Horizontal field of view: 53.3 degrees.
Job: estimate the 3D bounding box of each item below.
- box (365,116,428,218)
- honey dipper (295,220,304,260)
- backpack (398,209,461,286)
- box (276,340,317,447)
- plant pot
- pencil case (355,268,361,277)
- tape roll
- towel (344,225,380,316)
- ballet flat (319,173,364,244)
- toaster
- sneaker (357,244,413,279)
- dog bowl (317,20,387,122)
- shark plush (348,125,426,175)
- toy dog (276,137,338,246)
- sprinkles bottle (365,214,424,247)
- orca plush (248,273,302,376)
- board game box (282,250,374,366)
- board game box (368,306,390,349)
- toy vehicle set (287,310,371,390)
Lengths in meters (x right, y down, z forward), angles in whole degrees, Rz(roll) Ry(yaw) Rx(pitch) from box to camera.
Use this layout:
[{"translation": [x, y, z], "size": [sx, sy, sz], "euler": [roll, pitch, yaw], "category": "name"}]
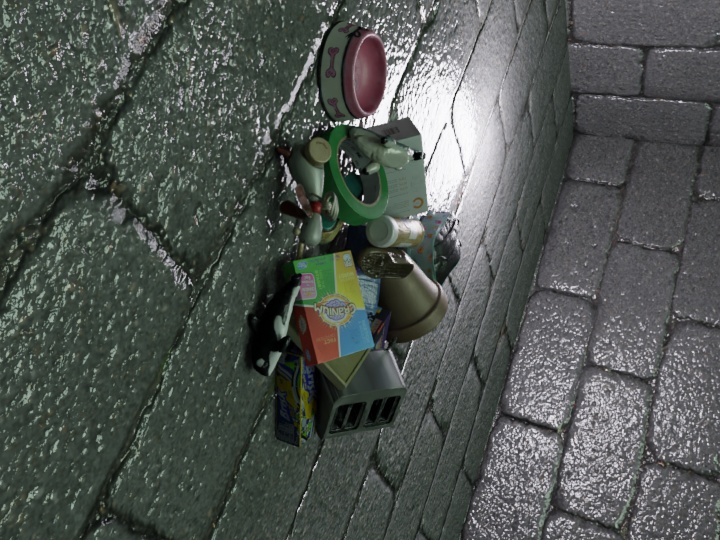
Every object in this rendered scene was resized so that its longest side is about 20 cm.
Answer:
[{"translation": [0.077, -0.227, 1.635], "size": [0.098, 0.122, 0.203], "euler": [-114, -168, -52], "category": "box"}, {"translation": [-0.112, -0.075, 1.427], "size": [0.038, 0.037, 0.204], "euler": [-3, 103, -64], "category": "honey dipper"}, {"translation": [0.183, -0.053, 1.929], "size": [0.201, 0.150, 0.178], "euler": [-61, 149, -53], "category": "backpack"}, {"translation": [-0.132, 0.253, 1.480], "size": [0.070, 0.063, 0.204], "euler": [-27, 124, -59], "category": "box"}, {"translation": [0.099, 0.049, 1.780], "size": [0.201, 0.198, 0.176], "euler": [-57, 130, -39], "category": "plant pot"}, {"translation": [-0.052, 0.083, 1.560], "size": [0.084, 0.084, 0.204], "euler": [-50, 149, -80], "category": "pencil case"}, {"translation": [-0.019, -0.195, 1.466], "size": [0.199, 0.048, 0.204], "euler": [30, 51, -46], "category": "tape roll"}, {"translation": [0.000, 0.000, 1.648], "size": [0.111, 0.048, 0.204], "euler": [14, 81, -42], "category": "towel"}, {"translation": [-0.051, -0.128, 1.516], "size": [0.201, 0.070, 0.071], "euler": [-59, 149, -41], "category": "ballet flat"}, {"translation": [-0.007, 0.261, 1.544], "size": [0.178, 0.120, 0.202], "euler": [-5, 135, -24], "category": "toaster"}, {"translation": [0.041, -0.028, 1.598], "size": [0.071, 0.076, 0.199], "euler": [-50, 148, 14], "category": "sneaker"}, {"translation": [-0.009, -0.406, 1.475], "size": [0.200, 0.073, 0.204], "euler": [-36, 131, -55], "category": "dog bowl"}, {"translation": [0.069, -0.262, 1.492], "size": [0.197, 0.084, 0.092], "euler": [-8, 139, -33], "category": "shark plush"}, {"translation": [-0.112, -0.156, 1.320], "size": [0.132, 0.095, 0.203], "euler": [128, -39, -51], "category": "toy dog"}, {"translation": [0.079, -0.085, 1.588], "size": [0.199, 0.067, 0.070], "euler": [-3, 103, -66], "category": "sprinkles bottle"}, {"translation": [-0.169, 0.094, 1.328], "size": [0.070, 0.106, 0.202], "euler": [17, 111, -27], "category": "orca plush"}, {"translation": [-0.062, 0.072, 1.420], "size": [0.151, 0.040, 0.204], "euler": [-12, 86, -40], "category": "board game box"}, {"translation": [0.006, 0.210, 1.709], "size": [0.166, 0.056, 0.202], "euler": [-51, 157, -47], "category": "board game box"}, {"translation": [-0.072, 0.126, 1.452], "size": [0.200, 0.026, 0.125], "euler": [48, 49, -9], "category": "toy vehicle set"}]
